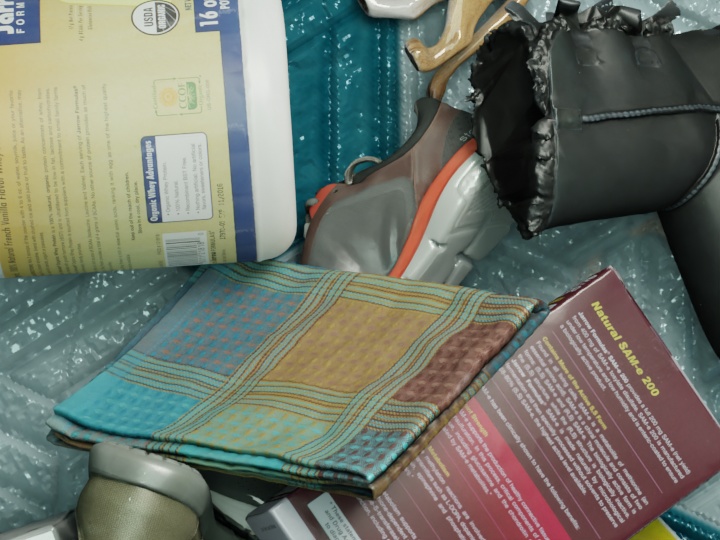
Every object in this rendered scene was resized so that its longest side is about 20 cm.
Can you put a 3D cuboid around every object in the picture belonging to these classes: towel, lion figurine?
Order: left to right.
[{"bbox_3d":[-0.031,0.043,1.272,0.147,0.200,0.022,-45,127,-37],"label":"towel"},{"bbox_3d":[0.043,-0.192,1.383,0.122,0.072,0.200,-27,104,-11],"label":"lion figurine"}]

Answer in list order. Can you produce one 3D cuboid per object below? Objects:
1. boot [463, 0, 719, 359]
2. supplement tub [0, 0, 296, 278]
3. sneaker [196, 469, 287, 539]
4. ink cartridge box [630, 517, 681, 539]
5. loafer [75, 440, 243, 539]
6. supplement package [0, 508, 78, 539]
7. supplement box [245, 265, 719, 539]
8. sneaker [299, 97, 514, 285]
[{"bbox_3d":[0.139,-0.037,1.338,0.162,0.073,0.198,-2,81,-35],"label":"boot"},{"bbox_3d":[-0.134,-0.070,1.325,0.200,0.144,0.144,-4,88,-3],"label":"supplement tub"},{"bbox_3d":[0.015,0.111,1.370,0.200,0.074,0.085,15,82,-11],"label":"sneaker"},{"bbox_3d":[0.074,0.188,1.314,0.198,0.047,0.200,47,72,-6],"label":"ink cartridge box"},{"bbox_3d":[-0.101,0.140,1.296,0.075,0.200,0.070,16,71,15],"label":"loafer"},{"bbox_3d":[-0.161,0.229,1.326,0.121,0.120,0.200,-20,89,0],"label":"supplement package"},{"bbox_3d":[0.061,0.099,1.271,0.200,0.061,0.109,-34,90,-16],"label":"supplement box"},{"bbox_3d":[0.000,0.000,1.378,0.082,0.077,0.200,41,91,29],"label":"sneaker"}]
